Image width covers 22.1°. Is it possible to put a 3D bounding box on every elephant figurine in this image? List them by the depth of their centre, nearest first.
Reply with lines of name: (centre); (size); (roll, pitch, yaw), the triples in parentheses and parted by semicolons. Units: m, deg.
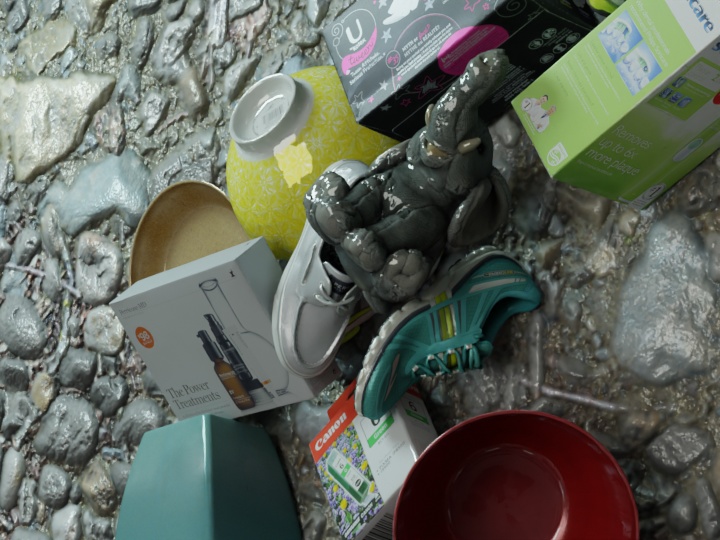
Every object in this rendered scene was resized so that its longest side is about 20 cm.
elephant figurine: (0.064, -0.072, 1.550); (0.200, 0.142, 0.155); (-44, 15, -9)

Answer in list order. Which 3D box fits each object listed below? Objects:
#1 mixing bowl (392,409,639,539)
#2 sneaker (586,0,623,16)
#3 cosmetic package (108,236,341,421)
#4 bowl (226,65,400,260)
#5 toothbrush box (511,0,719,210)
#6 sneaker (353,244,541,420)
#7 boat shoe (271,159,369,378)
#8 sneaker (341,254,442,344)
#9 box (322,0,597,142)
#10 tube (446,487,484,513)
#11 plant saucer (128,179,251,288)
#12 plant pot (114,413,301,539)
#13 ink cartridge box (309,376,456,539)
mixing bowl: (0.126, 0.206, 1.525); (0.199, 0.108, 0.202); (0, 96, 1)
sneaker: (0.202, -0.322, 1.615); (0.081, 0.074, 0.201); (-33, 69, 23)
cosmetic package: (-0.131, 0.063, 1.745); (0.199, 0.052, 0.151); (-18, 104, 45)
bowl: (-0.060, -0.122, 1.726); (0.199, 0.108, 0.201); (-25, 44, 26)
toothbrush box: (0.247, -0.152, 1.496); (0.200, 0.145, 0.086); (-42, 58, 25)
sneaker: (0.074, 0.059, 1.605); (0.200, 0.078, 0.080); (-42, 64, -15)
boat shoe: (-0.023, 0.002, 1.636); (0.201, 0.072, 0.068); (-68, 19, 3)
sneaker: (0.000, 0.000, 1.713); (0.200, 0.081, 0.074); (-45, 57, 24)
box: (0.089, -0.214, 1.649); (0.200, 0.132, 0.115); (-37, 57, 28)
tube: (0.043, 0.264, 1.642); (0.200, 0.077, 0.051); (-40, 27, 29)
plant saucer: (-0.159, 0.009, 1.858); (0.199, 0.035, 0.202); (1, 91, 45)
plant pot: (-0.146, 0.249, 1.754); (0.141, 0.141, 0.201); (-20, 63, 35)
ink cartridge box: (0.009, 0.151, 1.660); (0.109, 0.050, 0.200); (-49, 37, 21)
